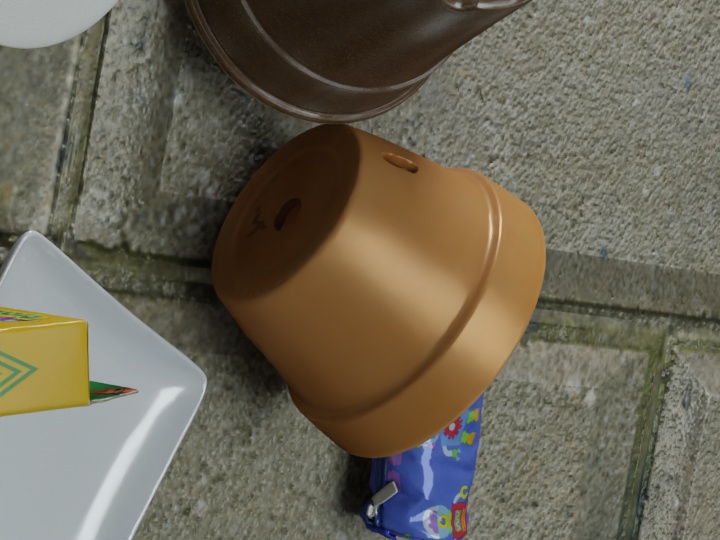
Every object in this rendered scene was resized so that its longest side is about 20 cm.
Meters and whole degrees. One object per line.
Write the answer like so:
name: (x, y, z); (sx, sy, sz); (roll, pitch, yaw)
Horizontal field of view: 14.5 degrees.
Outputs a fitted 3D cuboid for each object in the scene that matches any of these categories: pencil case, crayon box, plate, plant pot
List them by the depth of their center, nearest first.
crayon box: (-0.238, 0.052, 1.558); (0.200, 0.127, 0.051); (-6, 97, -38)
plant pot: (0.020, -0.208, 1.708); (0.200, 0.198, 0.201); (6, 77, -28)
plate: (-0.196, 0.105, 1.718); (0.200, 0.032, 0.200); (43, 67, -45)
plant pot: (0.000, 0.000, 1.810); (0.140, 0.200, 0.200); (37, 71, -30)
pencil case: (0.042, 0.093, 1.955); (0.087, 0.078, 0.201); (-4, 102, -46)

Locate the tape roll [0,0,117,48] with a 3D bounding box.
tape roll: (-0.197, -0.228, 1.630); (0.202, 0.037, 0.204); (-16, 112, -46)
